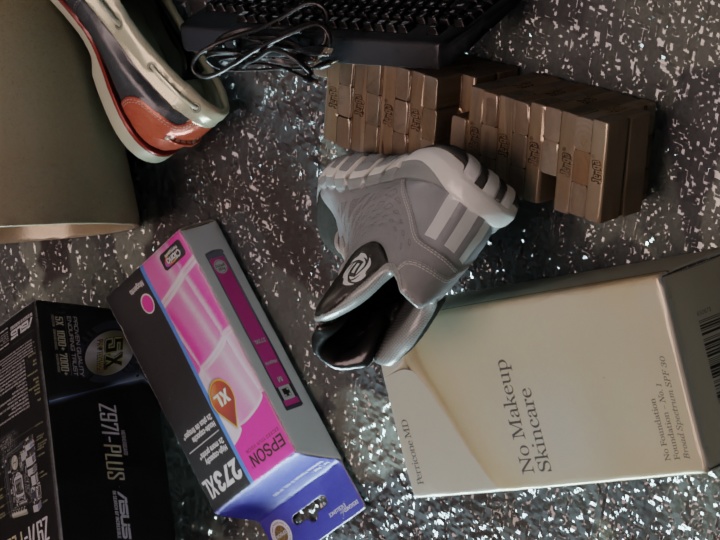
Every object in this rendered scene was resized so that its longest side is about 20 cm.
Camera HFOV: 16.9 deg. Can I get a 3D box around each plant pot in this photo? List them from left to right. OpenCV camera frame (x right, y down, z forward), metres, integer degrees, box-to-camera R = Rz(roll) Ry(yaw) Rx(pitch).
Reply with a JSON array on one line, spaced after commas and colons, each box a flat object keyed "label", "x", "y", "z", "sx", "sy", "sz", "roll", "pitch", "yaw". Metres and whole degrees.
[{"label": "plant pot", "x": -0.233, "y": -0.119, "z": 1.468, "sx": 0.187, "sy": 0.187, "sz": 0.200, "roll": -5, "pitch": 88, "yaw": 45}]

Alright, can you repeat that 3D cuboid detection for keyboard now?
[{"label": "keyboard", "x": -0.017, "y": -0.140, "z": 1.286, "sx": 0.200, "sy": 0.104, "sz": 0.040, "roll": 7, "pitch": 132, "yaw": 42}]

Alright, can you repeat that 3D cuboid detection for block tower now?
[{"label": "block tower", "x": 0.064, "y": -0.077, "z": 1.263, "sx": 0.200, "sy": 0.054, "sz": 0.058, "roll": 21, "pitch": 116, "yaw": 40}]

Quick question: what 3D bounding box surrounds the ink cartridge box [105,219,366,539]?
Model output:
[{"label": "ink cartridge box", "x": -0.077, "y": 0.077, "z": 1.464, "sx": 0.095, "sy": 0.037, "sz": 0.200, "roll": -40, "pitch": 76, "yaw": 44}]

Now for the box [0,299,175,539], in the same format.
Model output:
[{"label": "box", "x": -0.213, "y": 0.132, "z": 1.539, "sx": 0.200, "sy": 0.086, "sz": 0.164, "roll": -33, "pitch": 58, "yaw": 44}]

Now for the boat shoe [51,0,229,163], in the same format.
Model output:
[{"label": "boat shoe", "x": -0.141, "y": -0.163, "z": 1.427, "sx": 0.063, "sy": 0.071, "sz": 0.200, "roll": -31, "pitch": 82, "yaw": 39}]

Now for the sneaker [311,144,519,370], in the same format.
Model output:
[{"label": "sneaker", "x": 0.000, "y": 0.000, "z": 1.265, "sx": 0.075, "sy": 0.116, "sz": 0.200, "roll": 36, "pitch": 164, "yaw": -12}]

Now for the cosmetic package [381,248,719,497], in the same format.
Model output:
[{"label": "cosmetic package", "x": 0.109, "y": 0.055, "z": 1.247, "sx": 0.200, "sy": 0.073, "sz": 0.104, "roll": -12, "pitch": 94, "yaw": 45}]
